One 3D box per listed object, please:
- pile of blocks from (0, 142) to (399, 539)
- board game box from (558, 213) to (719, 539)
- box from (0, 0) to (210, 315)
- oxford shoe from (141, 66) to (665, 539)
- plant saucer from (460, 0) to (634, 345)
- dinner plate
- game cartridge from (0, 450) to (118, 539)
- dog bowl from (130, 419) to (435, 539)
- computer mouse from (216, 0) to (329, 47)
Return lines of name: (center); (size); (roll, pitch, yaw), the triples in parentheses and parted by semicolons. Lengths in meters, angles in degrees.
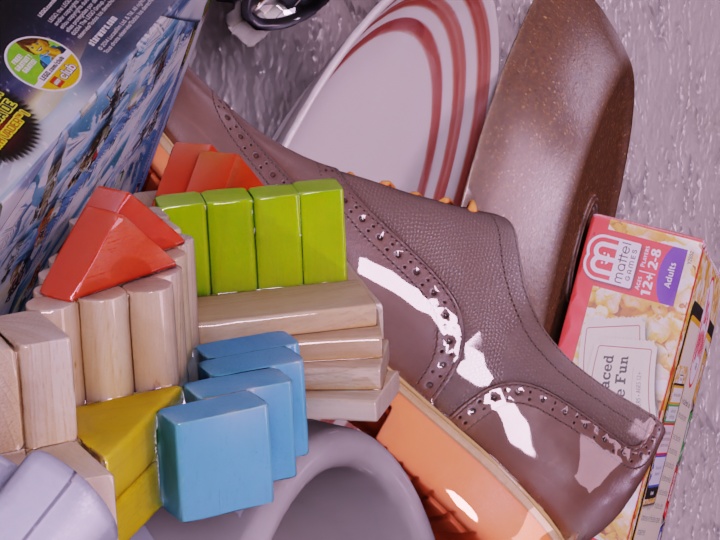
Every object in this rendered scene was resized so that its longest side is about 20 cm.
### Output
pile of blocks: (-0.037, 0.007, 0.634); (0.200, 0.082, 0.062); (-57, 146, -68)
board game box: (0.095, 0.087, 1.076); (0.151, 0.046, 0.201); (31, 74, -78)
box: (-0.103, 0.008, 0.656); (0.200, 0.040, 0.137); (-56, 173, -50)
oxford shoe: (0.000, 0.000, 0.774); (0.073, 0.200, 0.071); (-43, 179, -13)
plant saucer: (0.069, -0.012, 1.037); (0.200, 0.037, 0.201); (15, 90, -78)
dinner plate: (-0.009, -0.009, 0.900); (0.200, 0.024, 0.200); (-55, 160, -33)
game cartridge: (-0.119, 0.118, 0.544); (0.133, 0.040, 0.200); (-49, -179, -30)
dog bowl: (-0.028, 0.127, 0.695); (0.200, 0.058, 0.201); (-2, 90, -69)
computer mouse: (0.020, -0.121, 0.876); (0.053, 0.138, 0.200); (48, 6, -6)
